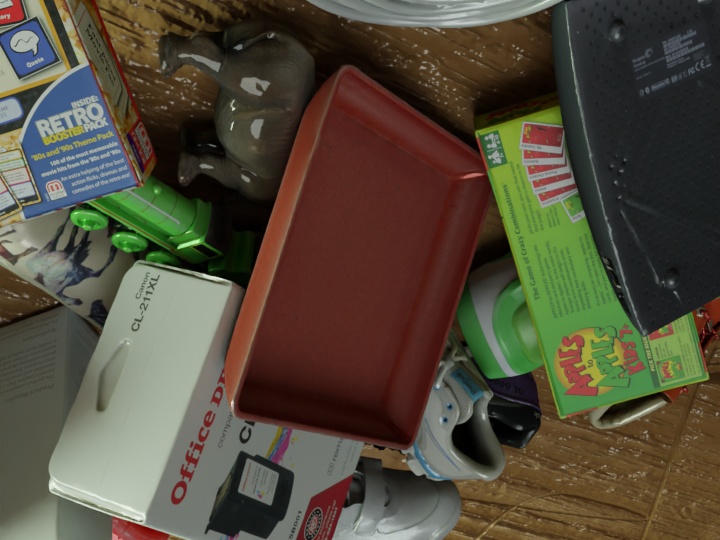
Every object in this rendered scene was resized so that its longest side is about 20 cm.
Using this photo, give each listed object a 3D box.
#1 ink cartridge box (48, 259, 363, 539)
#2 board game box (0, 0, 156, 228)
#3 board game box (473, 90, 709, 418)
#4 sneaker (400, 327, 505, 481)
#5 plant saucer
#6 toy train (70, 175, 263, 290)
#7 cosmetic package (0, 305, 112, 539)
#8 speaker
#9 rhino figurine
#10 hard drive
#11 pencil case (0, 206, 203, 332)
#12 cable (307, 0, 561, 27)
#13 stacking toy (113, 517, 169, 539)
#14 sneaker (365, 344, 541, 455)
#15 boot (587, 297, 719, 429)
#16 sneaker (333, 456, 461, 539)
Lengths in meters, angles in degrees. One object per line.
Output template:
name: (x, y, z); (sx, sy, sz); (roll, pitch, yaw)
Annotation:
ink cartridge box: (-0.082, 0.101, 0.737); (0.082, 0.147, 0.200); (11, 165, 32)
board game box: (-0.208, -0.118, 0.576); (0.150, 0.046, 0.202); (-15, 112, 7)
board game box: (0.149, -0.015, 0.749); (0.100, 0.048, 0.202); (-16, 106, 10)
sneaker: (0.052, 0.064, 0.817); (0.075, 0.086, 0.201); (-36, 111, -26)
plant saucer: (0.000, 0.000, 0.710); (0.036, 0.202, 0.199); (16, 176, 35)
toy train: (-0.113, -0.026, 0.707); (0.056, 0.042, 0.199); (-13, 149, 35)
cosmetic package: (-0.227, 0.130, 0.796); (0.101, 0.202, 0.074); (-18, 139, 11)
speaker: (0.169, 0.007, 0.827); (0.198, 0.089, 0.089); (-23, 137, 15)
rhino figurine: (-0.068, -0.073, 0.707); (0.086, 0.060, 0.201); (-3, 143, -2)
hard drive: (0.181, -0.078, 0.679); (0.134, 0.042, 0.202); (-25, 110, -19)
pencil case: (-0.186, -0.019, 0.721); (0.077, 0.090, 0.200); (-3, 150, 40)
cable: (0.053, -0.187, 0.549); (0.197, 0.070, 0.200); (-6, 165, -4)
stacking toy: (-0.140, 0.142, 0.917); (0.199, 0.110, 0.116); (-38, 148, 14)
sneaker: (0.044, 0.116, 0.921); (0.198, 0.088, 0.076); (-13, 139, 4)
boot: (0.243, 0.044, 0.868); (0.199, 0.108, 0.075); (-32, 133, 21)
sneaker: (-0.018, 0.170, 0.887); (0.197, 0.076, 0.115); (-2, 145, -1)
